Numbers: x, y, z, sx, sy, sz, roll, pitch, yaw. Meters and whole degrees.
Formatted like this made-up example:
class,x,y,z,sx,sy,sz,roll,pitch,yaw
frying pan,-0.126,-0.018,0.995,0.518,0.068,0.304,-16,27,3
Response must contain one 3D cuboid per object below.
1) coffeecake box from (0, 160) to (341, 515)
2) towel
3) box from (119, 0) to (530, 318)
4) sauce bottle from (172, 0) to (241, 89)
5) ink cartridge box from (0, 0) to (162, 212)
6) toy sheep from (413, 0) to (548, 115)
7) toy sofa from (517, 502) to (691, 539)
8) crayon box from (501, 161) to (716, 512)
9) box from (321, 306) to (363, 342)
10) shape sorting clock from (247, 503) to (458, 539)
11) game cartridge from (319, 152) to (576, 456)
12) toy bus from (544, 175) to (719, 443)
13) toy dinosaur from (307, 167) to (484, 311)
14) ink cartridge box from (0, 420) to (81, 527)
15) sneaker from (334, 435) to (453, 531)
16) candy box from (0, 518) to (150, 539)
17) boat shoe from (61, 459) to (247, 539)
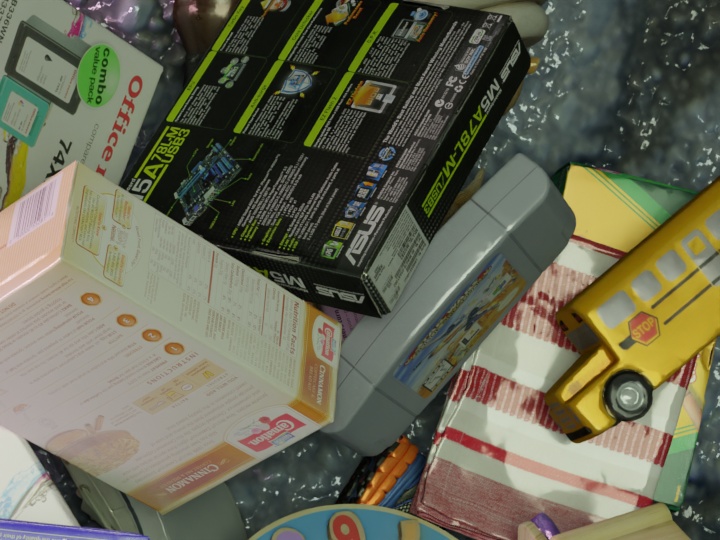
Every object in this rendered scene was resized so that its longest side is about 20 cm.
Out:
class,x,y,z,sx,sy,sz,roll,pitch,yaw
coffeecake box,-0.135,0.043,1.583,0.200,0.153,0.073,33,45,-31
towel,0.127,0.079,1.729,0.144,0.023,0.201,19,82,-5
box,-0.026,-0.077,1.649,0.193,0.048,0.200,10,58,34
sauce bottle,-0.085,-0.186,1.764,0.064,0.065,0.201,8,85,-7
ink cartridge box,-0.247,-0.102,1.636,0.146,0.200,0.147,14,80,36
toy sheep,0.056,-0.190,1.748,0.137,0.138,0.201,-19,87,-9
toy sofa,0.149,0.237,1.705,0.083,0.098,0.201,-13,125,-24
crayon box,0.162,0.043,1.777,0.118,0.058,0.201,13,83,-6
box,-0.039,0.004,1.762,0.199,0.041,0.156,-18,87,-10
shape sorting clock,0.002,0.227,1.652,0.199,0.039,0.201,5,62,-10
game cartridge,0.048,0.024,1.655,0.042,0.133,0.200,41,91,13
toy bus,0.190,0.018,1.703,0.200,0.065,0.078,-39,90,-12
toy dinosaur,0.000,0.000,1.719,0.199,0.058,0.101,-18,86,-9
ink cartridge box,-0.240,0.174,1.664,0.146,0.147,0.200,-32,90,-9
sneaker,-0.001,0.202,1.734,0.078,0.075,0.200,33,83,-7
candy box,-0.211,0.237,1.550,0.168,0.077,0.201,7,84,-8
boat shoe,-0.141,0.131,1.724,0.200,0.070,0.071,57,46,-22
